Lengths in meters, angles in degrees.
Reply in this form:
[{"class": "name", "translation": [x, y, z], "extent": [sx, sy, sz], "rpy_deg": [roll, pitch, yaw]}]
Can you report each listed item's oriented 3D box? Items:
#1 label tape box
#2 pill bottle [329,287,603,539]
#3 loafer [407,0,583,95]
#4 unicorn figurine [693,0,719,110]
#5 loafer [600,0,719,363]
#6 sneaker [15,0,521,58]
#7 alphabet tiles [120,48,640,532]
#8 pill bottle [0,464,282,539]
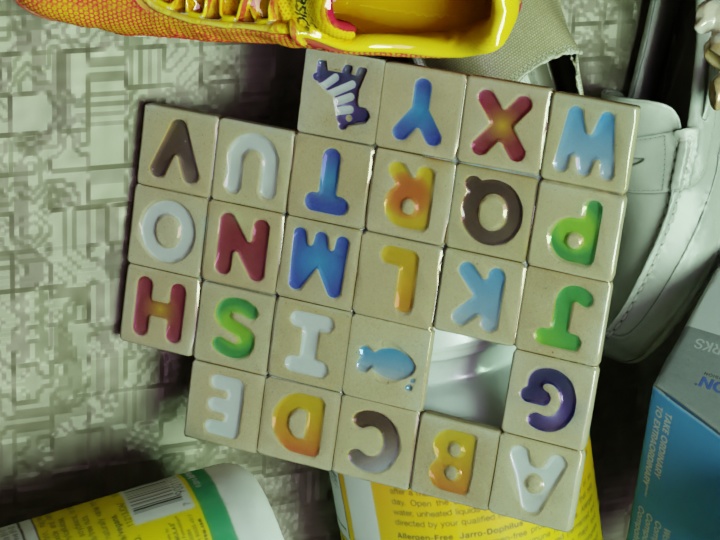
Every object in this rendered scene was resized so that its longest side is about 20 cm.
[{"class": "label tape box", "translation": [0.154, 0.088, 0.892], "extent": [0.200, 0.063, 0.144], "rpy_deg": [-54, 156, -45]}, {"class": "pill bottle", "translation": [0.043, 0.086, 0.891], "extent": [0.113, 0.113, 0.200], "rpy_deg": [-18, 113, -21]}, {"class": "loafer", "translation": [0.054, -0.099, 0.863], "extent": [0.076, 0.067, 0.200], "rpy_deg": [-36, 118, -13]}, {"class": "unicorn figurine", "translation": [0.224, -0.091, 0.875], "extent": [0.137, 0.074, 0.200], "rpy_deg": [-46, 105, -16]}, {"class": "loafer", "translation": [0.132, -0.059, 0.920], "extent": [0.070, 0.070, 0.200], "rpy_deg": [19, 89, -25]}, {"class": "sneaker", "translation": [-0.037, -0.117, 0.782], "extent": [0.200, 0.077, 0.073], "rpy_deg": [1, 108, 0]}, {"class": "alphabet tiles", "translation": [0.000, 0.000, 0.819], "extent": [0.008, 0.200, 0.167], "rpy_deg": [-26, 126, -67]}, {"class": "pill bottle", "translation": [-0.125, 0.155, 0.812], "extent": [0.200, 0.113, 0.113], "rpy_deg": [-15, 112, -13]}]
